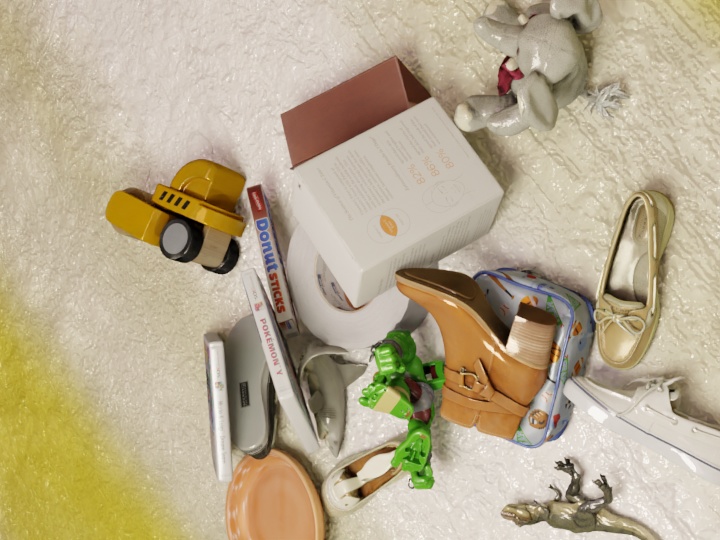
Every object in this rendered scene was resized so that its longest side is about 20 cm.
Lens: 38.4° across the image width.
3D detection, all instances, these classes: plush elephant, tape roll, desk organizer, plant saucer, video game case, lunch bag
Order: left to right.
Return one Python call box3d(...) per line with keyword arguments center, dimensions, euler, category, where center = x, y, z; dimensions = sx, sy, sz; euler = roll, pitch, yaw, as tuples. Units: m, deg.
box3d(center=(-0.199, 0.184, 1.436), dimensions=(0.023, 0.200, 0.184), euler=(-4, 91, -10), category="video game case")
box3d(center=(-0.115, 0.347, 1.441), dimensions=(0.199, 0.037, 0.203), euler=(-2, 88, 45), category="plant saucer")
box3d(center=(-0.100, 0.119, 1.331), dimensions=(0.023, 0.201, 0.184), euler=(-19, 61, -2), category="video game case")
box3d(center=(-0.005, -0.197, 1.329), dimensions=(0.199, 0.071, 0.078), euler=(-20, 79, 34), category="desk organizer")
box3d(center=(0.000, 0.000, 1.340), dimensions=(0.199, 0.066, 0.203), euler=(2, 94, 35), category="tape roll")
box3d(center=(0.182, 0.095, 1.215), dimensions=(0.159, 0.075, 0.202), euler=(20, 105, 35), category="lunch bag")
box3d(center=(0.188, -0.233, 1.128), dimensions=(0.198, 0.155, 0.166), euler=(21, 83, 25), category="plush elephant")

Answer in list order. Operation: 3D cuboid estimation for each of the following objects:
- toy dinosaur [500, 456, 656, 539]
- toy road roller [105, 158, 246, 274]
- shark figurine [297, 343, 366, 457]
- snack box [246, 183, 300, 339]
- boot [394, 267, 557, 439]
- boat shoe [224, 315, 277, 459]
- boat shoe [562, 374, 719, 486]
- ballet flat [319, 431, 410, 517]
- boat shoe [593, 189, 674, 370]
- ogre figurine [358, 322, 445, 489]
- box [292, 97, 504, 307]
box3d(center=(0.258, 0.271, 1.190), dimensions=(0.198, 0.047, 0.089), euler=(6, 111, 34), category="toy dinosaur")
box3d(center=(-0.250, -0.092, 1.481), dimensions=(0.199, 0.123, 0.147), euler=(23, 91, 31), category="toy road roller")
box3d(center=(-0.035, 0.133, 1.353), dimensions=(0.088, 0.216, 0.129), euler=(-12, 50, -2), category="shark figurine")
box3d(center=(-0.118, -0.012, 1.393), dimensions=(0.024, 0.072, 0.202), euler=(-15, 68, 0), category="snack box")
box3d(center=(0.111, 0.093, 1.161), dimensions=(0.199, 0.074, 0.156), euler=(24, 115, 20), category="boot")
box3d(center=(-0.151, 0.163, 1.447), dimensions=(0.070, 0.064, 0.202), euler=(-8, 63, 13), category="boat shoe")
box3d(center=(0.323, 0.147, 1.115), dimensions=(0.201, 0.074, 0.087), euler=(29, 101, 20), category="boat shoe")
box3d(center=(0.001, 0.268, 1.356), dimensions=(0.200, 0.062, 0.068), euler=(-40, 71, 30), category="ballet flat")
box3d(center=(0.295, 0.012, 1.137), dimensions=(0.073, 0.063, 0.203), euler=(20, 104, 32), category="boat shoe")
box3d(center=(0.057, 0.155, 1.252), dimensions=(0.098, 0.120, 0.201), euler=(-29, 110, 23), category="ogre figurine")
box3d(center=(0.040, -0.081, 1.218), dimensions=(0.153, 0.199, 0.107), euler=(56, 164, 19), category="box")
